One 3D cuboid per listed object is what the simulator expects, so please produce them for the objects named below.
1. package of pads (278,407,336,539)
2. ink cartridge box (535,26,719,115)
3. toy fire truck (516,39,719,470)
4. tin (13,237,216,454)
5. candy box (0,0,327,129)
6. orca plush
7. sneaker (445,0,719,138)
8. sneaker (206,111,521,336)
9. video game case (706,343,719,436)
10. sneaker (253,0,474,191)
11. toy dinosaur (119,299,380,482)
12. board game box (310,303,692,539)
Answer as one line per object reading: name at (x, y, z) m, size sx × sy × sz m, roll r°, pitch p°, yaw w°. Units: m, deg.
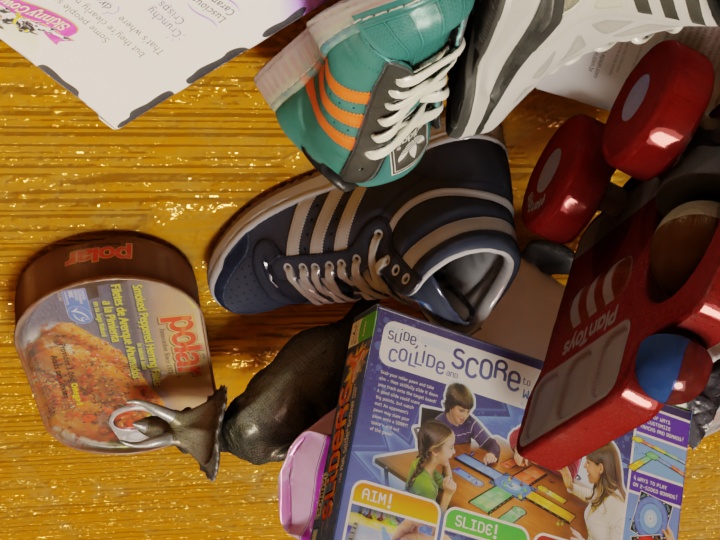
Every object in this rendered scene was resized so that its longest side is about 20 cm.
package of pads at (0.049, 0.113, 0.936) m, size 0.200 × 0.120 × 0.076 m, roll -28°, pitch 134°, yaw -58°
ink cartridge box at (0.193, -0.126, 0.708) m, size 0.198 × 0.044 × 0.197 m, roll 16°, pitch 151°, yaw 3°
toy fire truck at (0.146, 0.000, 0.736) m, size 0.111 × 0.169 × 0.200 m, roll 25°, pitch 153°, yaw -12°
tin at (-0.146, 0.049, 0.942) m, size 0.111 × 0.042 × 0.201 m, roll -5°, pitch 145°, yaw -3°
candy box at (-0.079, -0.167, 0.628) m, size 0.199 × 0.072 × 0.168 m, roll -27°, pitch 143°, yaw 20°
orca plush at (0.126, 0.036, 0.934) m, size 0.198 × 0.106 × 0.071 m, roll 12°, pitch -174°, yaw 16°
sneaker at (0.100, -0.105, 0.682) m, size 0.114 × 0.076 × 0.201 m, roll 2°, pitch 168°, yaw -5°
sneaker at (0.000, 0.000, 0.853) m, size 0.199 × 0.109 × 0.070 m, roll -28°, pitch 142°, yaw 22°
video game case at (0.247, 0.072, 1.037) m, size 0.199 × 0.024 × 0.182 m, roll -17°, pitch 154°, yaw -36°
sneaker at (0.013, -0.086, 0.693) m, size 0.071 × 0.080 × 0.200 m, roll -34°, pitch -176°, yaw -18°
toy dinosaur at (-0.037, 0.075, 0.940) m, size 0.199 × 0.077 × 0.102 m, roll -32°, pitch 163°, yaw 8°
board game box at (0.079, 0.112, 0.816) m, size 0.199 × 0.136 × 0.034 m, roll 20°, pitch 158°, yaw -18°
